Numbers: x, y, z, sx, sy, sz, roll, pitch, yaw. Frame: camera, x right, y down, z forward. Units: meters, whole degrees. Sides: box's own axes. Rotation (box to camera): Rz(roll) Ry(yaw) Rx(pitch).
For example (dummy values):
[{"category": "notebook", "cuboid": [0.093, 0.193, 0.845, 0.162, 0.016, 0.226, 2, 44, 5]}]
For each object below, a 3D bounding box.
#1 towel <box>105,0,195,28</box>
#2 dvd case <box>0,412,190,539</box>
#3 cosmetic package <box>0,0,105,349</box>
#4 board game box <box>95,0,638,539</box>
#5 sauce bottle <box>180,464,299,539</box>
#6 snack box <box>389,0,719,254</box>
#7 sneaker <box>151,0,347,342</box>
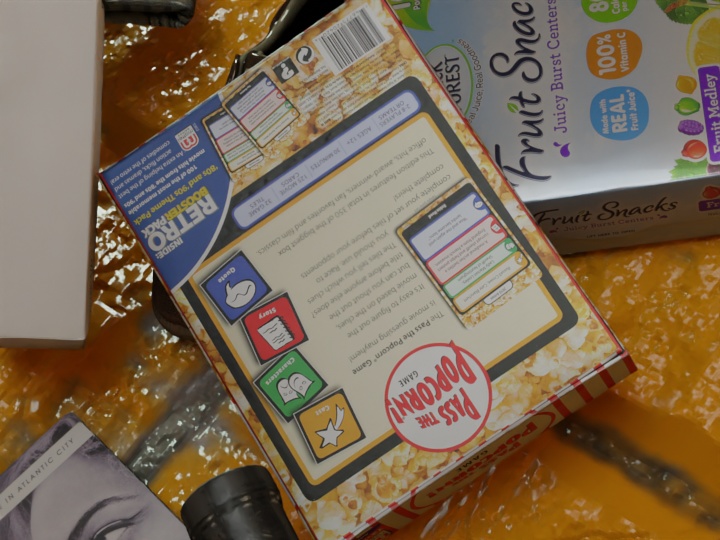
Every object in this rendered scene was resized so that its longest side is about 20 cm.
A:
[{"category": "towel", "cuboid": [-0.189, -0.182, 0.927, 0.199, 0.035, 0.193, -1, 43, -8]}, {"category": "dvd case", "cuboid": [-0.118, 0.170, 0.741, 0.149, 0.016, 0.200, -43, 58, -13]}, {"category": "cosmetic package", "cuboid": [-0.144, -0.066, 0.806, 0.050, 0.083, 0.201, 2, 85, -8]}, {"category": "board game box", "cuboid": [0.000, 0.000, 0.753, 0.151, 0.046, 0.200, -34, 72, 5]}, {"category": "sauce bottle", "cuboid": [-0.011, 0.168, 0.672, 0.066, 0.066, 0.200, -28, 62, -4]}, {"category": "snack box", "cuboid": [0.110, -0.081, 0.818, 0.199, 0.053, 0.143, -7, 56, 11]}, {"category": "sneaker", "cuboid": [-0.052, -0.064, 0.836, 0.070, 0.076, 0.200, 14, 62, 22]}]
